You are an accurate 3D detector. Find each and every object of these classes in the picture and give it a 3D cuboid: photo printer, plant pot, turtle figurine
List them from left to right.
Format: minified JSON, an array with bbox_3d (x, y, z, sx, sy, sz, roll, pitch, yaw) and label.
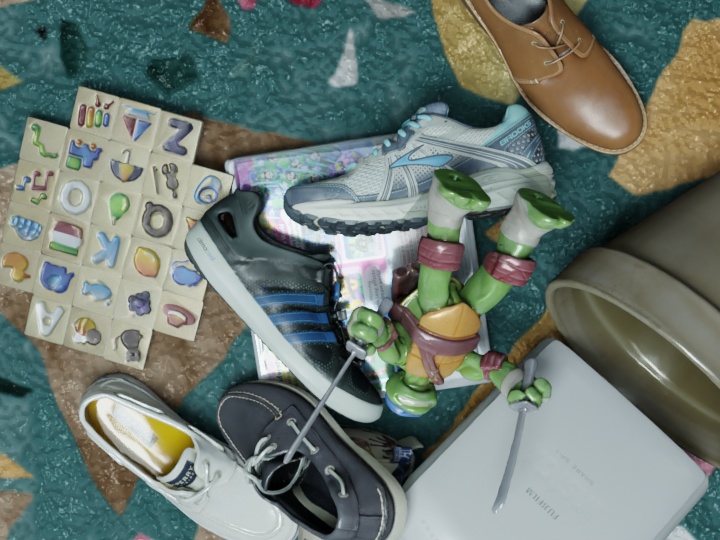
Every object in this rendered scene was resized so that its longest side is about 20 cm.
[{"bbox_3d":[0.069,0.045,0.915,0.143,0.200,0.195,24,113,11],"label":"turtle figurine"},{"bbox_3d":[0.131,0.171,0.982,0.166,0.070,0.200,43,70,13],"label":"photo printer"},{"bbox_3d":[0.264,0.019,0.966,0.200,0.200,0.174,45,79,-4],"label":"plant pot"}]

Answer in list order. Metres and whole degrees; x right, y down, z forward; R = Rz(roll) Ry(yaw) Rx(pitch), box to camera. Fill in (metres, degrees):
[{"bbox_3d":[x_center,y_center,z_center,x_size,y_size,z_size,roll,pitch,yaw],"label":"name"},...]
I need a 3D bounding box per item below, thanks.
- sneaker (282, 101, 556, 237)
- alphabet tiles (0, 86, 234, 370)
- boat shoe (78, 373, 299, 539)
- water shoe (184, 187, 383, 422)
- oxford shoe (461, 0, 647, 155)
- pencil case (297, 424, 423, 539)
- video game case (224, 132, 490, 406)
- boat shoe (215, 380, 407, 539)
[{"bbox_3d":[0.040,-0.075,0.988,0.199,0.078,0.087,-8,85,-5],"label":"sneaker"},{"bbox_3d":[-0.191,-0.031,1.034,0.166,0.006,0.201,16,100,3],"label":"alphabet tiles"},{"bbox_3d":[-0.131,0.152,1.032,0.200,0.070,0.071,39,95,-3],"label":"boat shoe"},{"bbox_3d":[-0.041,0.025,0.994,0.079,0.072,0.200,-44,95,3],"label":"water shoe"},{"bbox_3d":[0.140,-0.163,0.995,0.071,0.071,0.200,-43,96,3],"label":"oxford shoe"},{"bbox_3d":[-0.006,0.221,1.034,0.089,0.078,0.201,6,97,-14],"label":"pencil case"},{"bbox_3d":[0.000,0.000,1.038,0.181,0.024,0.201,-8,97,2],"label":"video game case"},{"bbox_3d":[-0.052,0.135,0.974,0.200,0.063,0.073,31,111,42],"label":"boat shoe"}]
